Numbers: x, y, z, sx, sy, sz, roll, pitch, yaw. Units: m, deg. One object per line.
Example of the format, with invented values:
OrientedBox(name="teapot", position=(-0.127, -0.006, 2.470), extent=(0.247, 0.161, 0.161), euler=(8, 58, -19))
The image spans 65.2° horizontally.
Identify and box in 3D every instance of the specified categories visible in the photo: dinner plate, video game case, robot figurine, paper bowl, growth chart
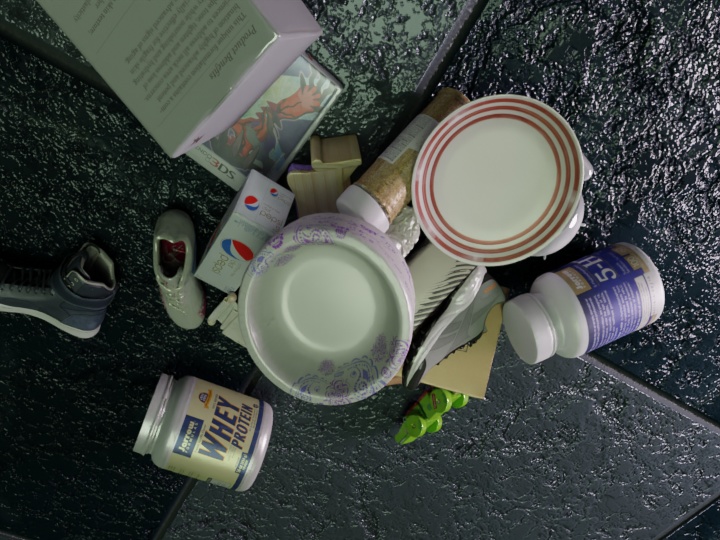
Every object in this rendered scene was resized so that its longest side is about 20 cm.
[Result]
OrientedBox(name="dinner plate", position=(0.154, -0.099, 0.644), extent=(0.191, 0.025, 0.207), euler=(1, 121, 2))
OrientedBox(name="video game case", position=(-0.147, -0.207, 0.704), extent=(0.180, 0.023, 0.200), euler=(34, 115, -20))
OrientedBox(name="robot figurine", position=(0.211, -0.099, 0.725), extent=(0.168, 0.115, 0.199), euler=(-35, 117, 29))
OrientedBox(name="paper bowl", position=(-0.034, 0.037, 0.642), extent=(0.192, 0.105, 0.209), euler=(3, 111, 8))
OrientedBox(name="growth chart", position=(-0.144, 0.106, 0.862), extent=(0.198, 0.018, 0.143), euler=(38, 144, -23))

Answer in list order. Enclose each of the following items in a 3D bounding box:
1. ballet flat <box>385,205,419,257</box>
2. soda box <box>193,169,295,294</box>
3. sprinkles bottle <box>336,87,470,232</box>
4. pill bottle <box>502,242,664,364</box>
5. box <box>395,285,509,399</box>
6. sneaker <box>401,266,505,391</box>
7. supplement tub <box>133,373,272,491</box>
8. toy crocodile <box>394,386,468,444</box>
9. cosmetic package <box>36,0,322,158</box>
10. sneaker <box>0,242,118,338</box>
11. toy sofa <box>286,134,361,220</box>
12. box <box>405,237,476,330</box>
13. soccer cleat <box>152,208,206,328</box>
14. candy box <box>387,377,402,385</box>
OrientedBox(name="ballet flat", position=(0.000, 0.000, 0.716), extent=(0.197, 0.073, 0.072), euler=(-35, 117, 15))
OrientedBox(name="soda box", position=(-0.155, -0.042, 0.731), extent=(0.062, 0.070, 0.199), euler=(27, 147, -18))
OrientedBox(name="sprinkles bottle", position=(0.057, -0.128, 0.676), extent=(0.201, 0.068, 0.069), euler=(-48, 118, -11))
OrientedBox(name="pill bottle", position=(0.305, 0.051, 0.787), extent=(0.194, 0.120, 0.123), euler=(-21, 124, -10))
OrientedBox(name="box", position=(0.106, 0.083, 0.827), extent=(0.192, 0.021, 0.170), euler=(14, 92, 3))
OrientedBox(name="sneaker", position=(0.126, 0.088, 0.780), extent=(0.079, 0.074, 0.202), euler=(37, 92, -3))
OrientedBox(name="supplement tub", position=(-0.255, 0.262, 0.924), extent=(0.194, 0.147, 0.147), euler=(22, 120, -15))
OrientedBox(name="toy crocodile", position=(0.123, 0.232, 0.966), extent=(0.066, 0.063, 0.202), euler=(-1, 138, -44))
OrientedBox(name="cosmetic package", position=(-0.171, -0.260, 0.559), extent=(0.165, 0.167, 0.201), euler=(-35, 103, 23))
OrientedBox(name="sneaker", position=(-0.443, 0.005, 0.790), extent=(0.198, 0.079, 0.146), euler=(26, 130, -28))
OrientedBox(name="toy sofa", position=(-0.039, -0.070, 0.756), extent=(0.093, 0.084, 0.206), euler=(-7, 123, 0))
OrientedBox(name="box", position=(0.080, 0.019, 0.774), extent=(0.068, 0.082, 0.200), euler=(43, 95, -3))
OrientedBox(name="soccer cleat", position=(-0.265, 0.015, 0.803), extent=(0.067, 0.088, 0.206), euler=(2, 123, -2))
OrientedBox(name="candy box", position=(0.057, 0.118, 0.892), extent=(0.192, 0.056, 0.119), euler=(-9, 120, 4))
